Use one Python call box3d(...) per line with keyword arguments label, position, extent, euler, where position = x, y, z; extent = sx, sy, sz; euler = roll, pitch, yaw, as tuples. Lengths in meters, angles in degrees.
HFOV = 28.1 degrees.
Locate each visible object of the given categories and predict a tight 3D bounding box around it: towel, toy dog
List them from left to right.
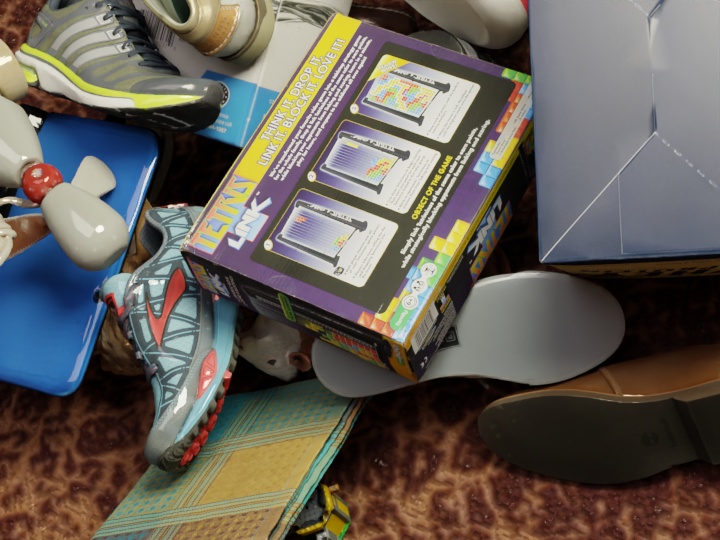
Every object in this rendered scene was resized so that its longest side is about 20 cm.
box3d(label="toy dog", position=(-0.235, -0.061, 0.978), extent=(0.131, 0.097, 0.201), euler=(-19, 63, -12))
box3d(label="towel", position=(-0.081, 0.129, 0.914), extent=(0.146, 0.022, 0.200), euler=(-13, 20, 25))

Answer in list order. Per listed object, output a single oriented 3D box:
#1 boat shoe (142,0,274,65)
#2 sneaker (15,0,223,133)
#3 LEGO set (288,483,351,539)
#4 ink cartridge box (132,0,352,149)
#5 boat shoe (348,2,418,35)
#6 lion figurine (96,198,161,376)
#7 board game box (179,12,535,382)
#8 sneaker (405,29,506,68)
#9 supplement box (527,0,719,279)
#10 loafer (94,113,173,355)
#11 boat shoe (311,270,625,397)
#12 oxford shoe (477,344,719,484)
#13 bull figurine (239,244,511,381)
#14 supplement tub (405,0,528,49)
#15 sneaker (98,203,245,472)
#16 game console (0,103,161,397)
box3d(label="boat shoe", position=(-0.128, -0.226, 0.976), extent=(0.075, 0.068, 0.200), euler=(-49, 57, 25))
box3d(label="sneaker", position=(-0.170, -0.150, 1.000), extent=(0.199, 0.074, 0.081), euler=(20, 95, 35))
box3d(label="LEGO set", position=(-0.091, 0.204, 0.904), extent=(0.199, 0.116, 0.155), euler=(-15, 61, 14))
box3d(label="ink cartridge box", position=(-0.085, -0.194, 1.037), extent=(0.145, 0.084, 0.201), euler=(21, 96, 36))
box3d(label="boat shoe", position=(-0.047, -0.191, 1.108), extent=(0.199, 0.070, 0.071), euler=(2, 72, 23))
box3d(label="lion figurine", position=(-0.105, -0.002, 1.041), extent=(0.199, 0.072, 0.123), euler=(-15, 71, 9))
box3d(label="board game box", position=(0.008, -0.051, 0.905), extent=(0.165, 0.057, 0.201), euler=(22, 68, 25))
box3d(label="sneaker", position=(0.023, -0.124, 1.052), extent=(0.199, 0.086, 0.081), euler=(3, 90, 43))
box3d(label="supplement box", position=(0.182, -0.099, 0.859), extent=(0.133, 0.200, 0.202), euler=(-3, 87, 16))
box3d(label="loafer", position=(-0.200, -0.037, 1.098), extent=(0.071, 0.063, 0.201), euler=(4, 67, 24))
box3d(label="boat shoe", position=(0.070, 0.041, 0.925), extent=(0.198, 0.068, 0.074), euler=(-14, 97, 11))
box3d(label="oxford shoe", position=(0.172, 0.085, 0.902), extent=(0.199, 0.072, 0.071), euler=(-8, 33, 21))
box3d(label="bull figurine", position=(0.000, 0.000, 0.985), extent=(0.199, 0.065, 0.122), euler=(-15, 105, 4))
box3d(label="supplement tub", position=(0.103, -0.263, 0.959), extent=(0.140, 0.140, 0.200), euler=(36, 86, 31))
box3d(label="sneaker", position=(-0.129, 0.041, 0.943), extent=(0.095, 0.079, 0.201), euler=(14, 50, -9))
box3d(label="game console", position=(-0.230, -0.008, 1.064), extent=(0.118, 0.171, 0.201), euler=(19, 78, -5))
